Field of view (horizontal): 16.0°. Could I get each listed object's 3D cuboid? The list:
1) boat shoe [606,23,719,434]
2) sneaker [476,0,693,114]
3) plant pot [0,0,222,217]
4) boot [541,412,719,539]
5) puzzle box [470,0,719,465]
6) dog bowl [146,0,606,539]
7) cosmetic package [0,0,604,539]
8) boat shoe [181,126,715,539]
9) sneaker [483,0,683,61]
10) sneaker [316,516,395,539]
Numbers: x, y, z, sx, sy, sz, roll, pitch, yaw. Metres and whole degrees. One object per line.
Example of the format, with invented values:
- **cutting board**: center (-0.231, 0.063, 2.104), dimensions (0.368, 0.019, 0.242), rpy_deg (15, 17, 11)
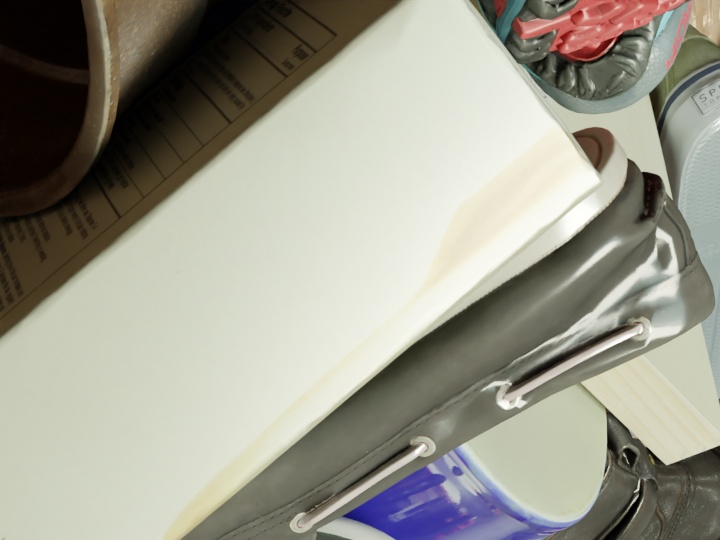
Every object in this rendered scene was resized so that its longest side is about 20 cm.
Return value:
- **boat shoe**: center (0.128, -0.015, 1.020), dimensions (0.072, 0.062, 0.200), rpy_deg (-13, 140, -19)
- **sneaker**: center (0.089, -0.110, 0.843), dimensions (0.079, 0.200, 0.096), rpy_deg (-22, 128, 20)
- **plant pot**: center (-0.072, -0.151, 0.673), dimensions (0.198, 0.200, 0.200), rpy_deg (-42, 135, -31)
- **boot**: center (0.051, 0.114, 0.951), dimensions (0.200, 0.069, 0.174), rpy_deg (-44, 157, 21)
- **puzzle box**: center (0.070, -0.047, 0.877), dimensions (0.025, 0.200, 0.133), rpy_deg (-24, 141, 21)
- **dog bowl**: center (0.000, 0.000, 0.807), dimensions (0.079, 0.200, 0.200), rpy_deg (-22, 141, 20)
- **cosmetic package**: center (-0.046, 0.006, 0.646), dimensions (0.200, 0.105, 0.071), rpy_deg (-39, 108, 1)
- **boat shoe**: center (0.003, 0.041, 0.677), dimensions (0.200, 0.067, 0.057), rpy_deg (-35, 108, 14)
- **sneaker**: center (0.062, -0.132, 0.640), dimensions (0.079, 0.096, 0.200), rpy_deg (-20, 156, -17)
- **sneaker**: center (-0.069, 0.125, 0.753), dimensions (0.200, 0.075, 0.081), rpy_deg (-21, 163, 11)
